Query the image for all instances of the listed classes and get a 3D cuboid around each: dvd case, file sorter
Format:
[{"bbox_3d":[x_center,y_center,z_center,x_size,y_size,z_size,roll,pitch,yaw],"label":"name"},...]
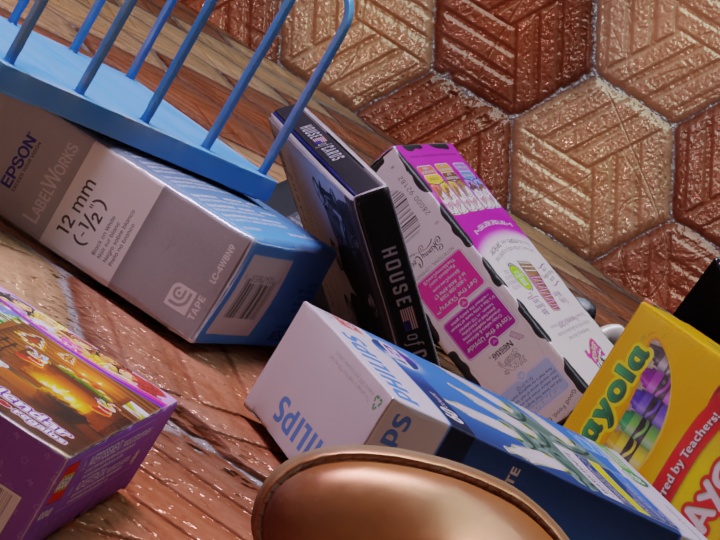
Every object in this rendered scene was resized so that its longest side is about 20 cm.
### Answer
[{"bbox_3d":[0.000,0.000,1.112,0.200,0.025,0.151,-129,-159,-68],"label":"dvd case"},{"bbox_3d":[-0.120,-0.140,1.020,0.139,0.123,0.200,37,9,38],"label":"file sorter"}]

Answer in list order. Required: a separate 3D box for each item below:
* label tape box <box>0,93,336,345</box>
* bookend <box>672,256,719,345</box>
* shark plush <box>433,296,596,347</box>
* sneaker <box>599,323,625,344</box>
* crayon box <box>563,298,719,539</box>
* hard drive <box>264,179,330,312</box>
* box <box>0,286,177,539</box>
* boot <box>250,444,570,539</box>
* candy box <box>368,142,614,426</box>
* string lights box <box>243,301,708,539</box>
[{"bbox_3d":[-0.125,-0.038,1.045,0.200,0.066,0.143,31,6,15],"label":"label tape box"},{"bbox_3d":[0.280,0.059,1.216,0.198,0.200,0.092,-10,66,-18],"label":"bookend"},{"bbox_3d":[0.081,0.033,1.438,0.200,0.091,0.083,40,40,23],"label":"shark plush"},{"bbox_3d":[0.213,0.099,1.372,0.075,0.100,0.200,-22,27,-23],"label":"sneaker"},{"bbox_3d":[0.172,0.105,1.075,0.051,0.127,0.200,25,9,-44],"label":"crayon box"},{"bbox_3d":[-0.007,-0.011,1.350,0.139,0.033,0.200,32,17,7],"label":"hard drive"},{"bbox_3d":[-0.163,0.011,0.641,0.200,0.039,0.137,32,6,5],"label":"box"},{"bbox_3d":[0.050,0.130,0.617,0.200,0.074,0.155,29,11,-1],"label":"boot"},{"bbox_3d":[0.080,0.013,1.294,0.200,0.061,0.136,51,17,9],"label":"candy box"},{"bbox_3d":[0.055,0.094,0.915,0.200,0.059,0.103,27,10,-32],"label":"string lights box"}]
